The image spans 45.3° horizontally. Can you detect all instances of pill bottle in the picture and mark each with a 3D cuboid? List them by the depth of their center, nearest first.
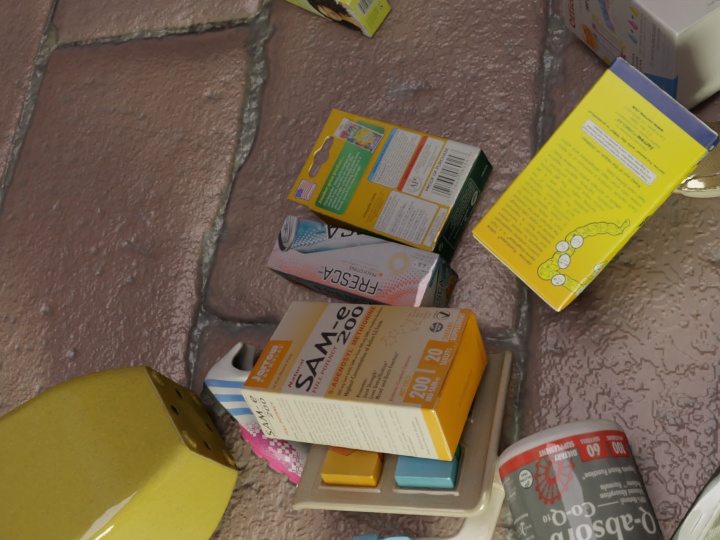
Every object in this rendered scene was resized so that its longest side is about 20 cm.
[{"bbox_3d":[0.195,0.235,0.714,0.115,0.116,0.201,-23,62,16],"label":"pill bottle"}]

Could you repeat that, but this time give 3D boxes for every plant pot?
[{"bbox_3d":[-0.249,0.215,0.901,0.200,0.194,0.196,-38,58,2],"label":"plant pot"}]

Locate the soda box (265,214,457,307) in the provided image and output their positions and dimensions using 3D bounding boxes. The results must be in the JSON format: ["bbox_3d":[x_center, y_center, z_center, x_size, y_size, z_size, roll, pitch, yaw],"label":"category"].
[{"bbox_3d":[0.000,0.000,0.935,0.199,0.064,0.069,16,78,29],"label":"soda box"}]

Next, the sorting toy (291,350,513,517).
[{"bbox_3d":[0.040,0.147,0.828,0.199,0.037,0.186,-7,40,25],"label":"sorting toy"}]

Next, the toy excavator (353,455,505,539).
[{"bbox_3d":[0.052,0.275,0.794,0.199,0.100,0.195,-8,65,8],"label":"toy excavator"}]

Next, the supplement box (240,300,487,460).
[{"bbox_3d":[0.005,0.099,0.820,0.199,0.074,0.126,1,42,27],"label":"supplement box"}]

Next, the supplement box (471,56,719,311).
[{"bbox_3d":[0.215,-0.077,0.787,0.109,0.109,0.200,44,111,13],"label":"supplement box"}]

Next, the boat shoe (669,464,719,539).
[{"bbox_3d":[0.332,0.167,0.704,0.065,0.074,0.202,36,92,26],"label":"boat shoe"}]

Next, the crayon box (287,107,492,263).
[{"bbox_3d":[0.031,-0.097,0.965,0.199,0.052,0.126,22,81,30],"label":"crayon box"}]

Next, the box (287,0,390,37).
[{"bbox_3d":[-0.058,-0.367,1.105,0.200,0.075,0.050,33,86,33],"label":"box"}]

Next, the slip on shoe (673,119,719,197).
[{"bbox_3d":[0.302,-0.116,0.835,0.199,0.061,0.076,3,71,27],"label":"slip on shoe"}]

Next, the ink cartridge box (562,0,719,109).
[{"bbox_3d":[0.292,-0.276,0.854,0.125,0.129,0.200,-33,58,-3],"label":"ink cartridge box"}]

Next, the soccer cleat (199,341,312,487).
[{"bbox_3d":[-0.091,0.149,0.915,0.200,0.070,0.086,36,88,33],"label":"soccer cleat"}]
